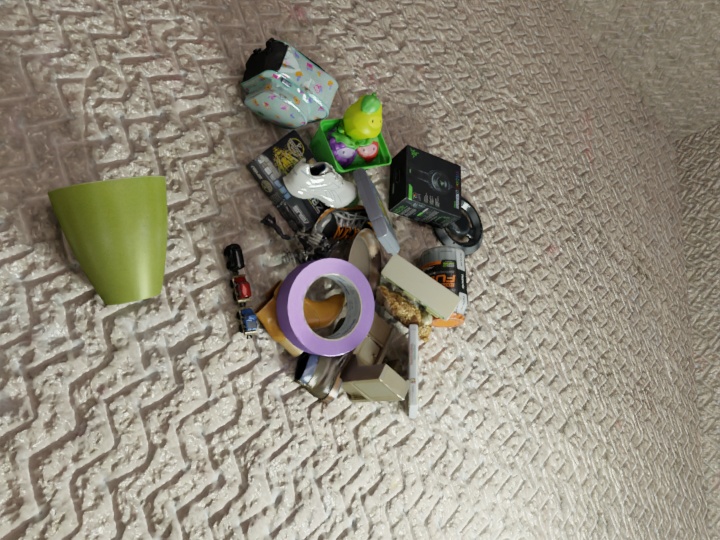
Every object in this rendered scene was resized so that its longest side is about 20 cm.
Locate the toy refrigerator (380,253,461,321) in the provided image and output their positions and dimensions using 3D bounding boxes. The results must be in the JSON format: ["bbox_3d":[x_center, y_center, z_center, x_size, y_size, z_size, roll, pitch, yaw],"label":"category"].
[{"bbox_3d":[0.148,0.045,1.397,0.200,0.076,0.070,35,86,8],"label":"toy refrigerator"}]

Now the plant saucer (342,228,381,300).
[{"bbox_3d":[0.000,0.000,1.332,0.200,0.032,0.201,3,90,-67],"label":"plant saucer"}]

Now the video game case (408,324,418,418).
[{"bbox_3d":[0.122,0.242,1.315,0.023,0.200,0.183,0,68,4],"label":"video game case"}]

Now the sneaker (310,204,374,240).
[{"bbox_3d":[-0.035,-0.107,1.345,0.200,0.078,0.077,-20,61,-43],"label":"sneaker"}]

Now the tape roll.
[{"bbox_3d":[-0.072,0.076,1.170,0.199,0.066,0.201,2,85,-28],"label":"tape roll"}]

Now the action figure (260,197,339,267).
[{"bbox_3d":[-0.129,-0.057,1.237,0.200,0.119,0.102,45,16,-12],"label":"action figure"}]

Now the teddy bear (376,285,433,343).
[{"bbox_3d":[0.117,0.102,1.393,0.200,0.145,0.067,39,93,-18],"label":"teddy bear"}]

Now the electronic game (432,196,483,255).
[{"bbox_3d":[0.291,-0.140,1.679,0.199,0.042,0.201,12,67,-29],"label":"electronic game"}]

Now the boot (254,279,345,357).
[{"bbox_3d":[-0.127,0.073,1.213,0.201,0.071,0.144,-47,113,-34],"label":"boot"}]

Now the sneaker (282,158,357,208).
[{"bbox_3d":[-0.077,-0.199,1.277,0.199,0.087,0.075,4,49,-43],"label":"sneaker"}]

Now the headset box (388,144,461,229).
[{"bbox_3d":[0.175,-0.233,1.563,0.199,0.093,0.175,16,64,-25],"label":"headset box"}]

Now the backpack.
[{"bbox_3d":[-0.160,-0.417,1.302,0.199,0.176,0.154,16,81,-35],"label":"backpack"}]

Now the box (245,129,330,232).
[{"bbox_3d":[-0.151,-0.209,1.315,0.200,0.049,0.161,54,50,-14],"label":"box"}]

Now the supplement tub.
[{"bbox_3d":[0.225,0.045,1.500,0.122,0.122,0.201,15,65,-37],"label":"supplement tub"}]

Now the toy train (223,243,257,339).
[{"bbox_3d":[-0.242,0.040,1.146,0.034,0.046,0.201,-5,78,-42],"label":"toy train"}]

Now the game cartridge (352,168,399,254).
[{"bbox_3d":[0.037,-0.147,1.359,0.133,0.040,0.201,40,27,-62],"label":"game cartridge"}]

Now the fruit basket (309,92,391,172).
[{"bbox_3d":[-0.003,-0.331,1.387,0.215,0.215,0.156,-20,87,-43],"label":"fruit basket"}]

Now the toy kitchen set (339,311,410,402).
[{"bbox_3d":[0.075,0.212,1.266,0.163,0.180,0.200,43,55,-22],"label":"toy kitchen set"}]

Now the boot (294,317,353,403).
[{"bbox_3d":[-0.076,0.178,1.222,0.097,0.075,0.201,33,57,-31],"label":"boot"}]

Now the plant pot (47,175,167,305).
[{"bbox_3d":[-0.411,-0.048,0.962,0.187,0.187,0.201,-17,101,-43],"label":"plant pot"}]
